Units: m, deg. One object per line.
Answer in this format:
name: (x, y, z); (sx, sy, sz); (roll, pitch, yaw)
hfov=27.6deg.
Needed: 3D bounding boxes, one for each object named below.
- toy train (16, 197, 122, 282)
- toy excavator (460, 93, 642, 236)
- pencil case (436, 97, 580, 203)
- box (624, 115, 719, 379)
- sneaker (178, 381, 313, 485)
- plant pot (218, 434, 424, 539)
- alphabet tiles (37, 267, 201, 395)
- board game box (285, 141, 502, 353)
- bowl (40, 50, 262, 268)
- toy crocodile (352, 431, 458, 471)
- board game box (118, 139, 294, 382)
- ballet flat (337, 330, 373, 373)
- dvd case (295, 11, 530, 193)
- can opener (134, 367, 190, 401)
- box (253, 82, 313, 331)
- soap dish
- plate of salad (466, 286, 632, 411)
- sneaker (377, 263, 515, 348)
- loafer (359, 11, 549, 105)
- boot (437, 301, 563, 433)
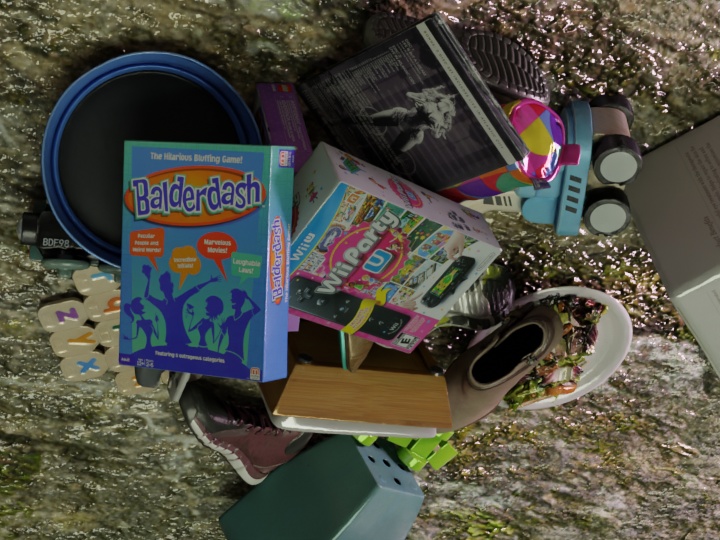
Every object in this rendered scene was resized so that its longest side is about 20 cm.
toy train: (-0.229, -0.030, 1.412); (0.200, 0.114, 0.085); (4, 88, -12)
toy excavator: (0.169, -0.084, 1.482); (0.200, 0.100, 0.195); (4, 130, 0)
pencil case: (0.106, -0.101, 1.386); (0.088, 0.089, 0.200); (30, 154, -34)
box: (0.395, -0.022, 1.508); (0.171, 0.199, 0.200); (-28, 132, 13)
sneaker: (-0.120, 0.159, 1.647); (0.115, 0.076, 0.200); (-29, 143, 6)
plant pot: (-0.035, 0.290, 1.723); (0.141, 0.141, 0.200); (21, 118, -47)
alphabet tiles: (-0.232, 0.055, 1.553); (0.195, 0.015, 0.200); (-13, 134, -1)
board game box: (0.006, -0.015, 1.334); (0.200, 0.064, 0.148); (21, 120, -36)
bowl: (-0.190, -0.098, 1.335); (0.200, 0.039, 0.201); (-1, 95, -13)
toy crocodile: (0.042, 0.177, 1.707); (0.200, 0.062, 0.068); (32, 104, -32)
board game box: (-0.135, -0.011, 1.270); (0.152, 0.200, 0.045); (4, -176, 27)
ballet flat: (0.000, 0.000, 1.468); (0.072, 0.068, 0.200); (-11, 91, -1)
dvd case: (0.043, -0.138, 1.330); (0.200, 0.016, 0.149); (-18, 112, 50)
can opener: (-0.182, 0.055, 1.519); (0.067, 0.053, 0.200); (9, 129, -22)
box: (-0.079, -0.059, 1.401); (0.039, 0.137, 0.200); (-3, 133, -13)
soap dish: (-0.012, 0.107, 1.568); (0.200, 0.157, 0.081); (7, 114, -19)
plate of salad: (0.218, 0.098, 1.681); (0.200, 0.048, 0.200); (-6, 133, -7)
sneaker: (0.075, 0.028, 1.573); (0.200, 0.085, 0.075); (-10, 104, -31)
loafer: (0.084, -0.186, 1.378); (0.200, 0.075, 0.070); (15, 139, -21)
boot: (0.134, 0.109, 1.566); (0.200, 0.070, 0.146); (-45, 173, 8)
